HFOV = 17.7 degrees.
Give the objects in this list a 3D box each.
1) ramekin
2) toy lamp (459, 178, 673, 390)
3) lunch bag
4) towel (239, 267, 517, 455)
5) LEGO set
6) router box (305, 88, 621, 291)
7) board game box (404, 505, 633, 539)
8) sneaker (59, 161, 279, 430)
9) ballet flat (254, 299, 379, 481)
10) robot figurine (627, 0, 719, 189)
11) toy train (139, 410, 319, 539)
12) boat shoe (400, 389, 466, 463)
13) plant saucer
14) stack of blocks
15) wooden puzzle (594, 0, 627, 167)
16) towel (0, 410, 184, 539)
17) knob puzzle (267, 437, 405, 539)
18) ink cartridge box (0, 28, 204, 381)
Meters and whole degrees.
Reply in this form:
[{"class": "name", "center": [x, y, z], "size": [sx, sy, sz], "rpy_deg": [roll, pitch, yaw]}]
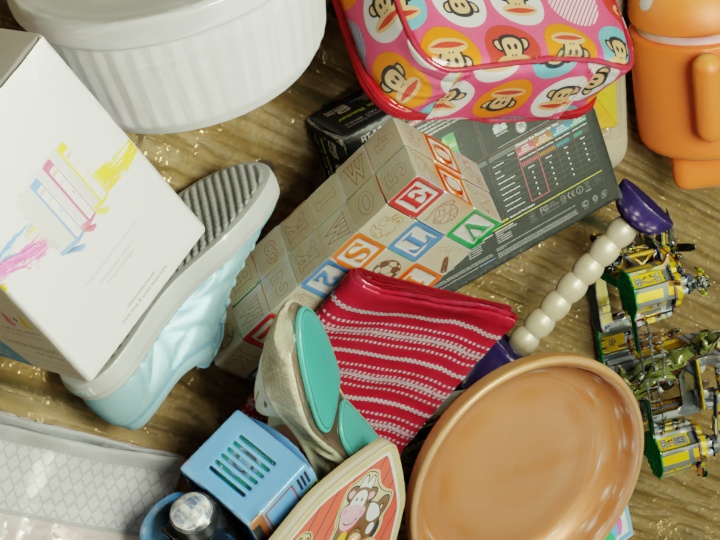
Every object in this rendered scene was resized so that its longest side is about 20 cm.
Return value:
[{"class": "ramekin", "center": [-0.111, -0.167, 1.423], "size": [0.202, 0.202, 0.095], "rpy_deg": [-40, 133, -30]}, {"class": "toy lamp", "center": [0.151, 0.023, 1.735], "size": [0.200, 0.058, 0.058], "rpy_deg": [-48, 132, 13]}, {"class": "lunch bag", "center": [0.075, -0.189, 1.551], "size": [0.199, 0.082, 0.177], "rpy_deg": [-3, 62, -34]}, {"class": "towel", "center": [0.002, 0.080, 1.588], "size": [0.144, 0.023, 0.200], "rpy_deg": [14, 129, -34]}, {"class": "LEGO set", "center": [0.256, 0.056, 1.816], "size": [0.115, 0.154, 0.201], "rpy_deg": [-14, 98, -12]}, {"class": "router box", "center": [0.076, -0.080, 1.659], "size": [0.199, 0.062, 0.151], "rpy_deg": [-29, 118, -17]}, {"class": "board game box", "center": [0.126, 0.191, 1.806], "size": [0.199, 0.034, 0.135], "rpy_deg": [-29, 116, -35]}, {"class": "sneaker", "center": [-0.116, 0.018, 1.536], "size": [0.200, 0.074, 0.082], "rpy_deg": [-49, 134, -14]}, {"class": "ballet flat", "center": [-0.039, 0.092, 1.525], "size": [0.200, 0.062, 0.068], "rpy_deg": [65, 26, -48]}, {"class": "robot figurine", "center": [0.267, -0.166, 1.808], "size": [0.144, 0.116, 0.201], "rpy_deg": [-34, 127, -39]}, {"class": "toy train", "center": [-0.071, 0.185, 1.556], "size": [0.114, 0.087, 0.200], "rpy_deg": [-44, 148, -14]}, {"class": "boat shoe", "center": [0.105, 0.128, 1.720], "size": [0.199, 0.071, 0.064], "rpy_deg": [-2, 60, -27]}, {"class": "plant saucer", "center": [0.114, 0.146, 1.673], "size": [0.199, 0.037, 0.201], "rpy_deg": [-15, 121, -26]}, {"class": "stack of blocks", "center": [0.000, 0.000, 1.561], "size": [0.115, 0.059, 0.200], "rpy_deg": [25, 122, -41]}, {"class": "wooden puzzle", "center": [0.142, -0.167, 1.752], "size": [0.184, 0.037, 0.202], "rpy_deg": [-9, 104, -41]}, {"class": "towel", "center": [-0.213, 0.194, 1.501], "size": [0.199, 0.032, 0.192], "rpy_deg": [17, 87, -42]}, {"class": "knob puzzle", "center": [-0.020, 0.206, 1.543], "size": [0.220, 0.030, 0.220], "rpy_deg": [-42, 149, -32]}, {"class": "ink cartridge box", "center": [-0.218, -0.051, 1.385], "size": [0.126, 0.128, 0.200], "rpy_deg": [-54, 128, -20]}]
